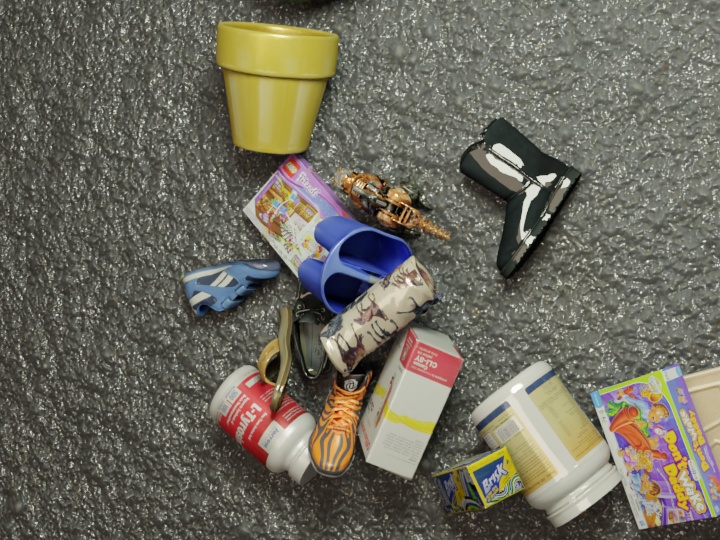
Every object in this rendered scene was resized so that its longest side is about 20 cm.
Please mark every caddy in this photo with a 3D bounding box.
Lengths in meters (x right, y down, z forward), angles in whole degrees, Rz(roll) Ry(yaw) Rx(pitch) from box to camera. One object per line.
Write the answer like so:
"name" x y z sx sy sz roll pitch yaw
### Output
"caddy" 0.000 0.000 1.404 0.104 0.198 0.143 31 100 41

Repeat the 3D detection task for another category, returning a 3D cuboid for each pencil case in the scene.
"pencil case" 0.029 0.072 1.353 0.199 0.078 0.090 -38 109 7

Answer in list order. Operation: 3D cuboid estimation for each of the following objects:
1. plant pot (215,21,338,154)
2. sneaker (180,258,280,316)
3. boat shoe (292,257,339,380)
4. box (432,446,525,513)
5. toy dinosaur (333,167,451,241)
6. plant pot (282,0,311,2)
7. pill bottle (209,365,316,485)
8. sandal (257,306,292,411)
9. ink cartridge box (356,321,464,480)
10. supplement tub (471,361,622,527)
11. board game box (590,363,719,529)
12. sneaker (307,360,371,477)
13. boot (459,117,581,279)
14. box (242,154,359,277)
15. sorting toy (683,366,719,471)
"plant pot" -0.140 -0.298 1.477 0.197 0.200 0.193 13 109 22
"sneaker" -0.218 0.026 1.559 0.197 0.074 0.084 -13 86 29
"boat shoe" -0.078 0.084 1.473 0.073 0.066 0.203 8 107 11
"box" 0.168 0.309 1.322 0.069 0.200 0.065 -22 79 -16
"toy dinosaur" 0.048 -0.095 1.416 0.102 0.135 0.201 -42 74 15
"plant pot" -0.093 -0.531 1.461 0.159 0.199 0.205 -19 82 32
"pill bottle" -0.146 0.259 1.499 0.199 0.112 0.113 36 102 19
"sandal" -0.141 0.144 1.476 0.053 0.081 0.203 6 48 -7
"ink cartridge box" 0.072 0.194 1.384 0.082 0.145 0.203 21 97 -9
"supplement tub" 0.270 0.252 1.311 0.144 0.144 0.201 -39 75 16
"board game box" 0.418 0.248 1.267 0.134 0.044 0.204 -33 71 51
"sneaker" -0.032 0.214 1.399 0.076 0.202 0.113 12 129 -2
"boot" 0.217 -0.112 1.377 0.167 0.076 0.202 34 94 16
"box" -0.091 -0.079 1.524 0.137 0.039 0.201 -45 73 16
"sorting toy" 0.532 0.226 1.267 0.197 0.036 0.189 -18 82 16
